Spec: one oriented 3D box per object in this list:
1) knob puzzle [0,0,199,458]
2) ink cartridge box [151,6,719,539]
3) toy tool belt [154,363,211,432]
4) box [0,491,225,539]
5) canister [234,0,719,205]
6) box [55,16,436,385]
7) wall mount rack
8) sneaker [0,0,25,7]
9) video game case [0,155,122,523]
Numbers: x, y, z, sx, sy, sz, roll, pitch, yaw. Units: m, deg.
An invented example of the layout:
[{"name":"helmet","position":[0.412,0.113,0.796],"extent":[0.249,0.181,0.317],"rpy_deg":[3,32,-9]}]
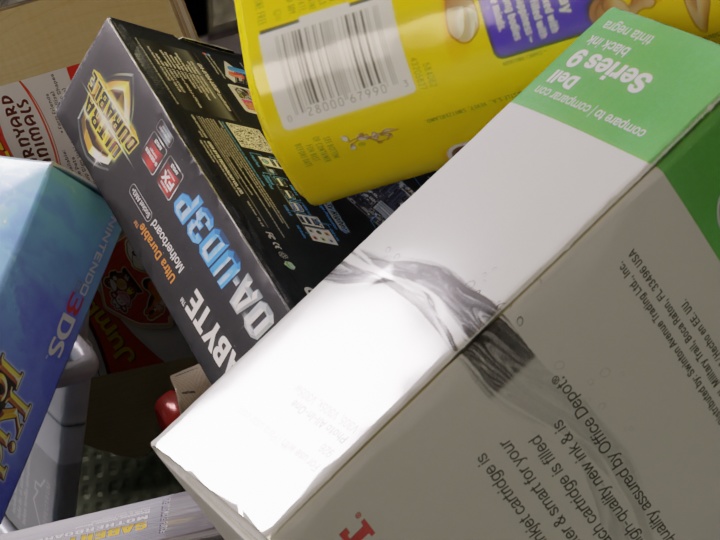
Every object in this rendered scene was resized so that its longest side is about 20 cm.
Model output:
[{"name":"knob puzzle","position":[-0.121,-0.019,1.127],"extent":[0.219,0.030,0.221],"rpy_deg":[12,118,23]},{"name":"ink cartridge box","position":[0.058,0.044,0.839],"extent":[0.200,0.146,0.084],"rpy_deg":[-43,34,-11]},{"name":"toy tool belt","position":[0.021,0.106,1.001],"extent":[0.122,0.125,0.201],"rpy_deg":[-24,65,-9]},{"name":"box","position":[-0.083,0.180,0.902],"extent":[0.158,0.048,0.201],"rpy_deg":[-12,105,1]},{"name":"canister","position":[0.060,-0.113,0.923],"extent":[0.199,0.087,0.149],"rpy_deg":[-16,58,11]},{"name":"box","position":[0.000,0.000,0.968],"extent":[0.046,0.158,0.200],"rpy_deg":[-57,43,23]},{"name":"wall mount rack","position":[-0.171,0.050,1.120],"extent":[0.174,0.074,0.201],"rpy_deg":[40,131,44]},{"name":"sneaker","position":[-0.122,-0.085,1.170],"extent":[0.200,0.075,0.100],"rpy_deg":[-59,11,31]},{"name":"video game case","position":[-0.192,0.049,1.005],"extent":[0.181,0.045,0.201],"rpy_deg":[10,73,42]}]
